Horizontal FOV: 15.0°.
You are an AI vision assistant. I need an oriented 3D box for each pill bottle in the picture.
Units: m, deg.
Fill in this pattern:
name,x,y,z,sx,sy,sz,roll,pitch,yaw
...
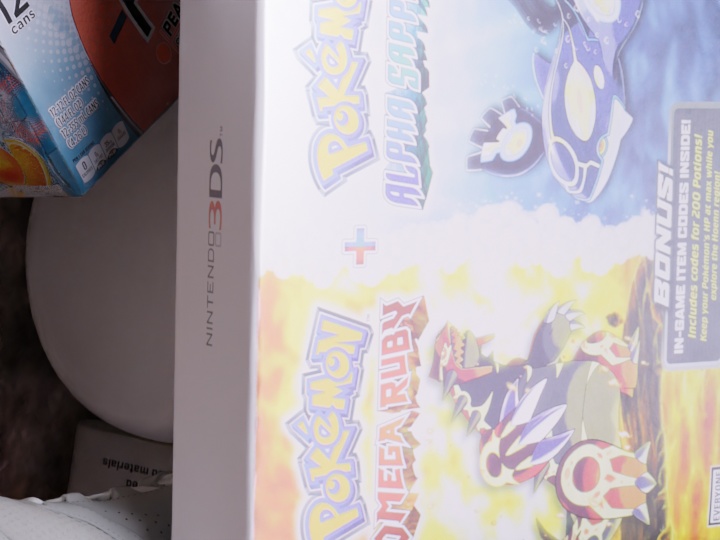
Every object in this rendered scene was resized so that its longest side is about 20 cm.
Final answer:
name,x,y,z,sx,sy,sz,roll,pitch,yaw
pill bottle,0.000,0.000,0.854,0.200,0.112,0.113,6,92,-54

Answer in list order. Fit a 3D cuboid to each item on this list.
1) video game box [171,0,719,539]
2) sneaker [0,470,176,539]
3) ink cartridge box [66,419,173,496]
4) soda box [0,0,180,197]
name,x,y,z,sx,sy,sz,roll,pitch,yaw
video game box,0.038,-0.021,0.732,0.182,0.047,0.201,-2,96,-31
sneaker,-0.064,0.082,0.740,0.200,0.076,0.092,31,61,-34
ink cartridge box,-0.030,0.154,0.870,0.144,0.084,0.201,7,92,-54
soda box,-0.058,-0.103,0.786,0.200,0.068,0.064,-50,126,-36
